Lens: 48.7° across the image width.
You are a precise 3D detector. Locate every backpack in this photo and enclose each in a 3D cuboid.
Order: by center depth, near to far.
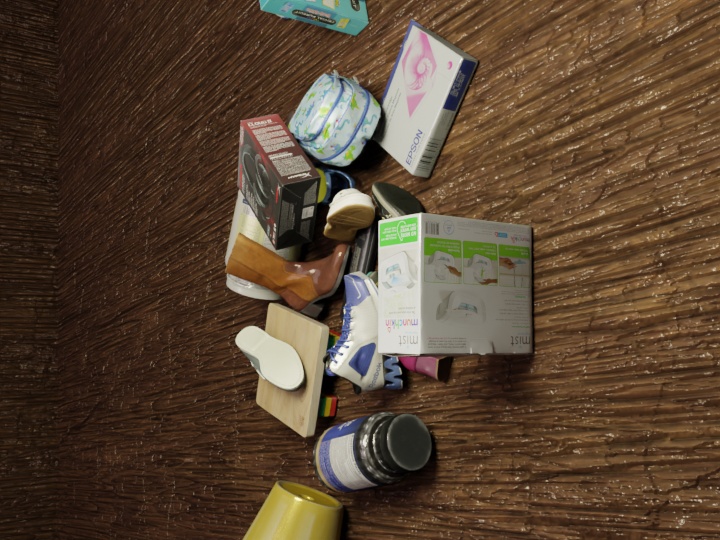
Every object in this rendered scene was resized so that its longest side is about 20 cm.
[{"bbox_3d":[-0.044,-0.253,1.346,0.164,0.153,0.200,-52,40,7],"label":"backpack"}]

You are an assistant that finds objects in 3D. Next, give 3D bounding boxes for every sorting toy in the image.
[{"bbox_3d":[-0.109,0.180,1.487,0.198,0.069,0.202,18,102,54],"label":"sorting toy"}]

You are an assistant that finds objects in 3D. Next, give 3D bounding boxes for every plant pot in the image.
[{"bbox_3d":[-0.119,0.479,1.383,0.200,0.200,0.190,11,81,54],"label":"plant pot"}]

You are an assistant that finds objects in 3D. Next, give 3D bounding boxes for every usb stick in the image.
[{"bbox_3d":[0.000,0.000,1.381,0.055,0.032,0.202,34,114,62],"label":"usb stick"}]

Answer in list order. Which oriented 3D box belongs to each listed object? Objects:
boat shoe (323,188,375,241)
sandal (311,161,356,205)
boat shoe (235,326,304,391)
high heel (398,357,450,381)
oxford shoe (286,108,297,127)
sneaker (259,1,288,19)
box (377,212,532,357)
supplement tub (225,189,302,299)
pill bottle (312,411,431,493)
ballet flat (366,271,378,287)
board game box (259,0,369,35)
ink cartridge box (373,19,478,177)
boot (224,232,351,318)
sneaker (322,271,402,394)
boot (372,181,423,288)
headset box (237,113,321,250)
[{"bbox_3d":[-0.020,-0.104,1.319,0.200,0.070,0.070,146,135,-72],"label":"boat shoe"},{"bbox_3d":[-0.063,-0.154,1.446,0.200,0.086,0.080,-126,42,-70],"label":"sandal"},{"bbox_3d":[-0.157,0.170,1.462,0.200,0.073,0.062,32,156,45],"label":"boat shoe"},{"bbox_3d":[0.097,0.062,1.201,0.096,0.067,0.202,20,107,43],"label":"high heel"},{"bbox_3d":[-0.146,-0.240,1.544,0.071,0.072,0.201,110,165,-54],"label":"oxford shoe"},{"bbox_3d":[-0.141,-0.598,1.592,0.200,0.085,0.077,-56,45,35],"label":"sneaker"},{"bbox_3d":[0.129,0.024,1.051,0.096,0.199,0.178,-5,83,55],"label":"box"},{"bbox_3d":[-0.183,-0.058,1.548,0.145,0.144,0.202,31,112,51],"label":"supplement tub"},{"bbox_3d":[0.019,0.286,1.259,0.200,0.111,0.113,-29,64,49],"label":"pill bottle"},{"bbox_3d":[0.017,0.100,1.335,0.063,0.067,0.201,26,111,24],"label":"ballet flat"},{"bbox_3d":[-0.088,-0.512,1.408,0.047,0.199,0.152,-29,63,50],"label":"board game box"},{"bbox_3d":[0.084,-0.282,1.282,0.200,0.043,0.197,48,125,44],"label":"ink cartridge box"},{"bbox_3d":[-0.130,-0.020,1.431,0.188,0.199,0.069,-52,12,48],"label":"boot"},{"bbox_3d":[-0.010,0.112,1.253,0.081,0.114,0.201,-152,46,-73],"label":"sneaker"},{"bbox_3d":[0.053,-0.035,1.276,0.204,0.073,0.155,55,132,44],"label":"boot"},{"bbox_3d":[-0.149,-0.160,1.378,0.200,0.077,0.149,55,149,33],"label":"headset box"}]
